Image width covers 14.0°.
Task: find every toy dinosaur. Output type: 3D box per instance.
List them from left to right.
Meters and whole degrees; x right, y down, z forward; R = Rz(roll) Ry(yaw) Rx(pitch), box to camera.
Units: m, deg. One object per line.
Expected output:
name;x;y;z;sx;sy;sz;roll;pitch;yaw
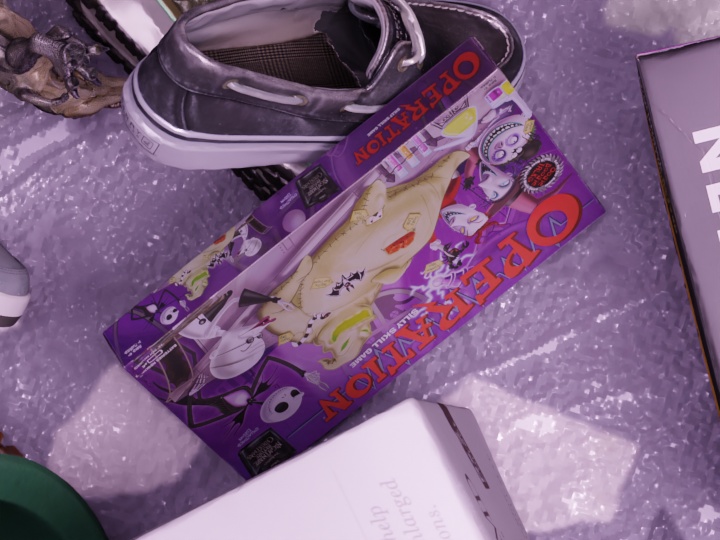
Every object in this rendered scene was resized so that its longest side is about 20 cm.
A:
toy dinosaur;-0.157;-0.111;1.244;0.088;0.200;0.048;5;63;48

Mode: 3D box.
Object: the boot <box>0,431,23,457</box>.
boot;-0.239;0.071;1.306;0.107;0.075;0.200;-43;83;8

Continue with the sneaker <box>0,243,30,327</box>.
sneaker;-0.202;-0.076;1.308;0.200;0.084;0.121;39;101;10

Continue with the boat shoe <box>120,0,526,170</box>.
boat shoe;-0.003;-0.086;1.233;0.200;0.071;0.072;-14;67;-35

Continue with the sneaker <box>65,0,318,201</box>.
sneaker;-0.040;-0.094;1.294;0.200;0.077;0.089;44;79;5

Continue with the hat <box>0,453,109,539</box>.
hat;-0.220;0.137;1.266;0.165;0.176;0.200;-34;119;-31

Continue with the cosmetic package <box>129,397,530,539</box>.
cosmetic package;-0.001;0.161;1.199;0.165;0.200;0.165;-28;83;5

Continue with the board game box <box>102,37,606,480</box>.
board game box;0.000;0.000;1.256;0.200;0.120;0.032;-39;53;4

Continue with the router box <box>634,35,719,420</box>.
router box;0.161;0.010;1.214;0.051;0.149;0.201;-14;84;6
